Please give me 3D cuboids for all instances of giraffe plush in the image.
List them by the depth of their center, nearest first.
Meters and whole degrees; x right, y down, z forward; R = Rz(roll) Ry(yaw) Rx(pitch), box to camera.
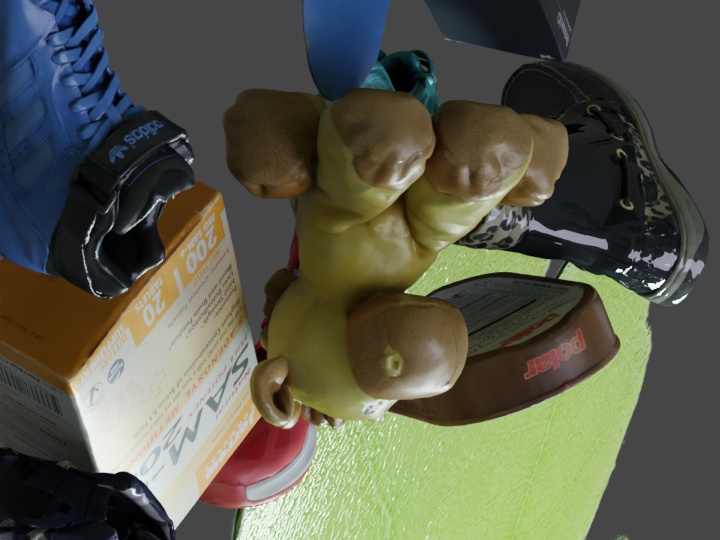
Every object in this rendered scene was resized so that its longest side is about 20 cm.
[{"bbox_3d":[0.000,0.000,1.361,0.172,0.200,0.163,5,87,-31],"label":"giraffe plush"}]

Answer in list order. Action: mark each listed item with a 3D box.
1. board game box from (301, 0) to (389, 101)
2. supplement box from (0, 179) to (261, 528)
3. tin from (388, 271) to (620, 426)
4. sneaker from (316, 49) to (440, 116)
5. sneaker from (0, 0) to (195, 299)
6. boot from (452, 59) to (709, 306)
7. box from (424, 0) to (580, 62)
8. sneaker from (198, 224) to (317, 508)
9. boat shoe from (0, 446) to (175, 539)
[{"bbox_3d":[-0.013,-0.187,1.367,0.158,0.039,0.201,21,80,-75],"label":"board game box"},{"bbox_3d":[-0.118,0.047,1.354,0.126,0.073,0.200,-53,156,-25],"label":"supplement box"},{"bbox_3d":[0.062,0.040,1.479,0.112,0.200,0.042,-30,104,-18],"label":"tin"},{"bbox_3d":[0.029,-0.085,1.549,0.200,0.077,0.080,1,102,-68],"label":"sneaker"},{"bbox_3d":[-0.116,-0.078,1.165,0.077,0.111,0.201,-37,146,-49],"label":"sneaker"},{"bbox_3d":[0.090,-0.066,1.511,0.153,0.204,0.074,12,120,-33],"label":"boot"},{"bbox_3d":[0.078,-0.213,1.451,0.200,0.078,0.142,53,49,-70],"label":"box"},{"bbox_3d":[-0.047,0.040,1.535,0.200,0.078,0.116,-54,152,-55],"label":"sneaker"},{"bbox_3d":[-0.128,0.161,1.332,0.200,0.092,0.075,67,35,-52],"label":"boat shoe"}]
